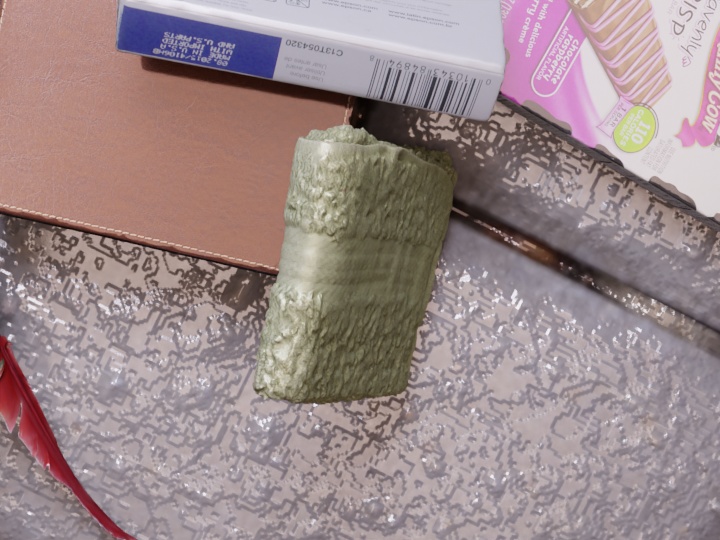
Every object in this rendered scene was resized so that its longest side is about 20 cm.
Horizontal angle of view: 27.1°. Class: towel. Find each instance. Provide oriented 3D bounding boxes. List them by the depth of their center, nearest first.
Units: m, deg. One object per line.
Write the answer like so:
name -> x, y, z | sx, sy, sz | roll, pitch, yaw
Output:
towel -> 0.000, 0.000, 0.812 | 0.036, 0.200, 0.150 | 14, 95, 20

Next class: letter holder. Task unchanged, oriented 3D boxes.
letter holder -> -0.106, -0.087, 0.843 | 0.198, 0.101, 0.144 | 12, 95, -3

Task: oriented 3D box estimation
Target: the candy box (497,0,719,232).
candy box -> 0.167, -0.126, 0.863 | 0.199, 0.061, 0.137 | 29, 95, -5

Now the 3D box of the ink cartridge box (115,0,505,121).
ink cartridge box -> -0.023, -0.171, 0.804 | 0.194, 0.201, 0.044 | 10, 133, -8

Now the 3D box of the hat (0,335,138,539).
hat -> -0.224, 0.040, 0.890 | 0.165, 0.175, 0.202 | 15, 92, 40
